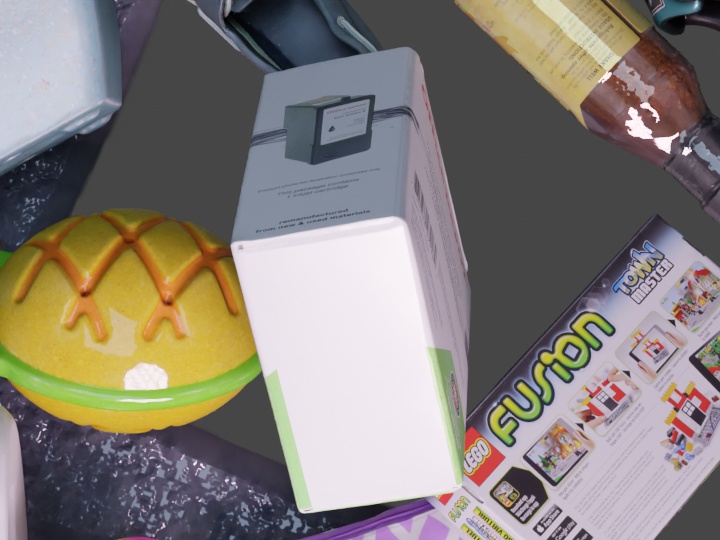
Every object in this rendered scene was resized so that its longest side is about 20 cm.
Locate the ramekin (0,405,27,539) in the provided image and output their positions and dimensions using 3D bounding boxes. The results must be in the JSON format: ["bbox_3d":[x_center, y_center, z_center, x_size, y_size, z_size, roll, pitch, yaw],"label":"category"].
[{"bbox_3d":[-0.216,0.157,1.316,0.097,0.200,0.202,-3,84,-3],"label":"ramekin"}]

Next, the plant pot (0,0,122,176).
[{"bbox_3d":[-0.219,-0.142,1.353,0.195,0.196,0.201,-30,92,1],"label":"plant pot"}]

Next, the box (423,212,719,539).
[{"bbox_3d":[0.128,0.072,1.331,0.110,0.035,0.200,41,59,7],"label":"box"}]

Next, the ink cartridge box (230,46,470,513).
[{"bbox_3d":[0.000,0.000,1.289,0.083,0.200,0.146,-10,116,8],"label":"ink cartridge box"}]

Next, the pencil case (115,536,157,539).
[{"bbox_3d":[-0.117,0.232,1.326,0.088,0.088,0.201,-5,105,4],"label":"pencil case"}]

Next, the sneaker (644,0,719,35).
[{"bbox_3d":[0.162,-0.174,1.382,0.200,0.071,0.080,39,85,7],"label":"sneaker"}]

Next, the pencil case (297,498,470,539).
[{"bbox_3d":[0.014,0.157,1.350,0.199,0.084,0.086,-19,113,1],"label":"pencil case"}]

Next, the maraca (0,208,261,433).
[{"bbox_3d":[-0.140,0.024,1.357,0.199,0.137,0.108,3,123,-3],"label":"maraca"}]

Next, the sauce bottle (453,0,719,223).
[{"bbox_3d":[0.127,-0.106,1.380,0.066,0.066,0.200,-44,82,-1],"label":"sauce bottle"}]

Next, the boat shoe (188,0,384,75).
[{"bbox_3d":[-0.051,-0.150,1.399,0.073,0.062,0.200,-40,83,-1],"label":"boat shoe"}]
